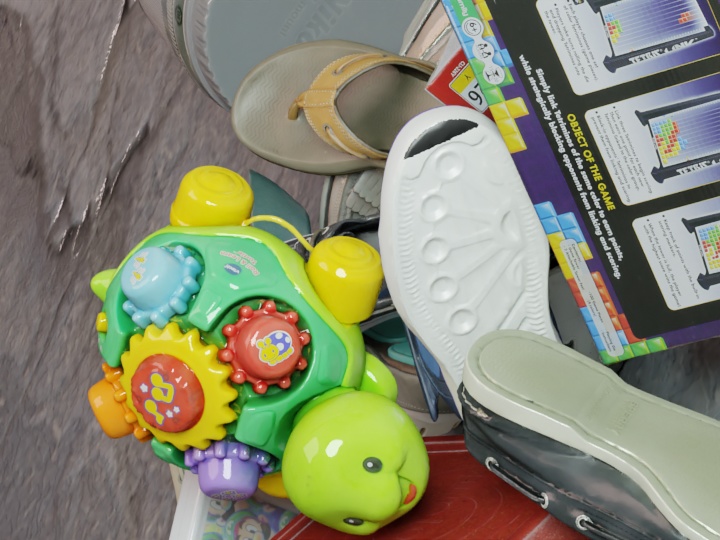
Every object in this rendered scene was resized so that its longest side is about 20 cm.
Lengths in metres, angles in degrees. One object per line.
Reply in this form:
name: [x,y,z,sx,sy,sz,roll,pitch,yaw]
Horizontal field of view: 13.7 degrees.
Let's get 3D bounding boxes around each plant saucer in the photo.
plant saucer: [-0.043,0.039,1.772,0.200,0.036,0.201,176,90,-88]
plant saucer: [0.034,0.128,1.413,0.199,0.037,0.199,-7,22,40]

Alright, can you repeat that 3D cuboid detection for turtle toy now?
turtle toy: [-0.050,0.052,1.424,0.101,0.199,0.146,-36,-31,-53]

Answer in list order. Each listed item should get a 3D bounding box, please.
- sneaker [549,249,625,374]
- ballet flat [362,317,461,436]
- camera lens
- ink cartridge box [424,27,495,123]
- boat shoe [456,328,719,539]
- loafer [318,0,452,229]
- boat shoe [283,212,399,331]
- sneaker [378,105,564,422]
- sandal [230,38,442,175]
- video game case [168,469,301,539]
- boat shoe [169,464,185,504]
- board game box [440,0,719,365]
sneaker: [0.095,0.022,1.524,0.200,0.088,0.074,-61,26,22]
ballet flat: [0.033,0.060,1.671,0.200,0.067,0.064,-154,57,-66]
camera lens: [-0.055,-0.185,1.903,0.160,0.159,0.200,-63,25,13]
ink cartridge box: [0.161,-0.112,1.352,0.200,0.175,0.084,-48,11,35]
boat shoe: [0.126,0.102,1.328,0.075,0.199,0.066,-46,-22,-48]
loafer: [0.039,-0.084,1.748,0.063,0.072,0.201,34,100,58]
boat shoe: [0.000,0.000,1.629,0.199,0.066,0.070,-10,65,11]
sneaker: [0.041,-0.016,1.411,0.080,0.201,0.147,-23,34,-4]
sandal: [0.012,-0.088,1.702,0.199,0.054,0.081,14,85,29]
video game case: [-0.033,0.203,1.535,0.024,0.182,0.201,-7,64,49]
boat shoe: [-0.089,0.165,1.754,0.071,0.062,0.201,-116,26,-73]
board game box: [0.146,-0.072,1.292,0.165,0.201,0.057,-15,24,25]
